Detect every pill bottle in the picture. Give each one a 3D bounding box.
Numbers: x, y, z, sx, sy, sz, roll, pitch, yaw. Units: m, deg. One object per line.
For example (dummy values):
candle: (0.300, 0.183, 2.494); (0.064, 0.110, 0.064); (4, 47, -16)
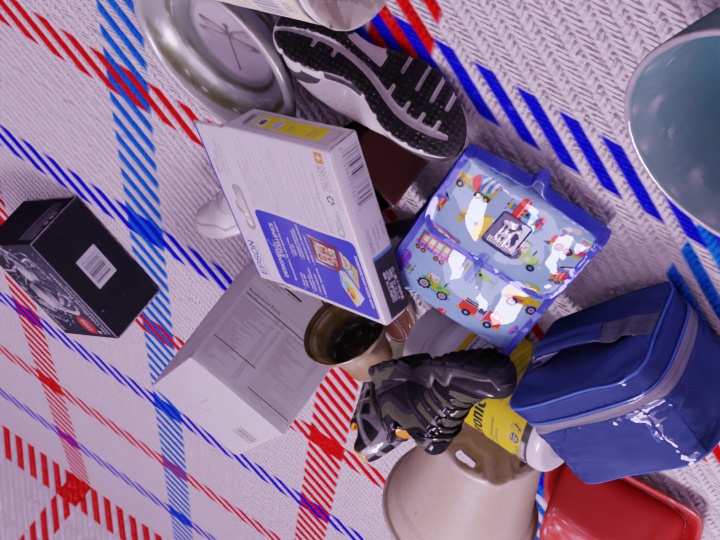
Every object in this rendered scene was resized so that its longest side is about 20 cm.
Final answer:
pill bottle: (0.145, 0.118, 1.349); (0.200, 0.111, 0.112); (32, 155, 33)

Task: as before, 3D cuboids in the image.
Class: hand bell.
hand bell: (0.026, 0.124, 1.425); (0.104, 0.104, 0.200); (12, 147, 41)

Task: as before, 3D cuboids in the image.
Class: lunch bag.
lunch bag: (0.132, -0.034, 1.175); (0.150, 0.094, 0.200); (33, 144, -1)
lunch bag: (0.236, 0.100, 1.172); (0.132, 0.136, 0.200); (47, 141, -16)

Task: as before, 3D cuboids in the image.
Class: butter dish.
butter dish: (0.281, 0.324, 1.485); (0.199, 0.148, 0.200); (26, 152, 20)

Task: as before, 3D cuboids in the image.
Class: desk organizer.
desk organizer: (-0.016, -0.092, 1.259); (0.072, 0.077, 0.200); (45, 153, -15)

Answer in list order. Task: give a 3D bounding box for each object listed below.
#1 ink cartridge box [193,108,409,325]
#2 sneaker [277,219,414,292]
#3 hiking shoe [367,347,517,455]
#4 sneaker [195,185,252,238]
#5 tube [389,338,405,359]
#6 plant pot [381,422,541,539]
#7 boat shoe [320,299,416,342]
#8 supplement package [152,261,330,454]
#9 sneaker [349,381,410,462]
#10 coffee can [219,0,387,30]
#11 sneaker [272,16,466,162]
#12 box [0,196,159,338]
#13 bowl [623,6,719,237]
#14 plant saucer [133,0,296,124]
ink cartridge box: (-0.056, -0.058, 1.220); (0.199, 0.047, 0.198); (21, 141, 45)
sneaker: (0.000, 0.000, 1.350); (0.199, 0.078, 0.080); (-3, 150, 21)
hiking shoe: (0.091, 0.134, 1.280); (0.199, 0.075, 0.101); (-8, 94, 54)
sneaker: (-0.129, -0.093, 1.428); (0.199, 0.075, 0.089); (-8, 117, 48)
tube: (0.109, 0.119, 1.459); (0.199, 0.052, 0.058); (17, -168, 30)
plant pot: (0.138, 0.242, 1.508); (0.200, 0.201, 0.184); (30, 143, 14)
boat shoe: (-0.017, 0.017, 1.444); (0.200, 0.072, 0.076); (45, 153, -15)
supplement package: (-0.123, 0.095, 1.559); (0.147, 0.200, 0.191); (41, 154, -8)
sneaker: (0.021, 0.179, 1.589); (0.078, 0.077, 0.200); (45, -174, -7)
coffee can: (-0.080, -0.274, 0.967); (0.199, 0.147, 0.147); (20, 149, 31)
sneaker: (0.012, -0.164, 1.136); (0.200, 0.074, 0.080); (37, 169, 10)
box: (-0.437, -0.003, 1.901); (0.182, 0.104, 0.200); (1, 136, 52)
bowl: (0.285, -0.108, 0.825); (0.200, 0.105, 0.201); (29, 152, 17)
plant saucer: (-0.130, -0.218, 1.223); (0.200, 0.050, 0.201); (33, 155, 18)
